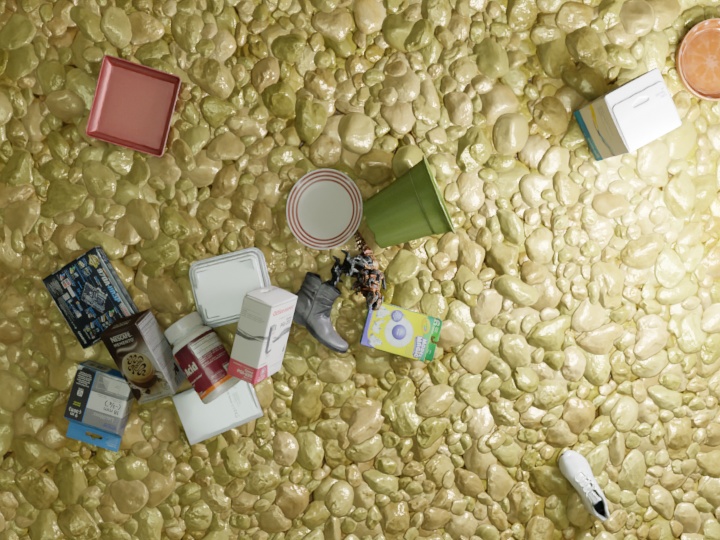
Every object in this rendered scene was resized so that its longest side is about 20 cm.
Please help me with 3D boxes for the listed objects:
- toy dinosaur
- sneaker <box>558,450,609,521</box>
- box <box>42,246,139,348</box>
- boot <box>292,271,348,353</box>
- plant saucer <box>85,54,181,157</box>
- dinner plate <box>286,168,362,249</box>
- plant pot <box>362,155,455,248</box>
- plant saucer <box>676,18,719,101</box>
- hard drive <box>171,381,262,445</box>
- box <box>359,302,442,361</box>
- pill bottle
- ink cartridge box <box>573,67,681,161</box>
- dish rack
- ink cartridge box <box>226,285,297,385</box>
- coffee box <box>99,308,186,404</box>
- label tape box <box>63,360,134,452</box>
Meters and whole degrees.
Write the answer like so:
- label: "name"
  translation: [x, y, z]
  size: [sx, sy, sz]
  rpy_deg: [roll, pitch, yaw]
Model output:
- label: "toy dinosaur"
  translation: [0.000, 0.000, 1.685]
  size: [0.133, 0.203, 0.103]
  rpy_deg: [3, 137, -32]
- label: "sneaker"
  translation: [0.584, 0.552, 1.740]
  size: [0.074, 0.087, 0.202]
  rpy_deg: [-35, 93, 2]
- label: "box"
  translation: [-0.667, 0.067, 1.679]
  size: [0.157, 0.046, 0.203]
  rpy_deg: [-31, 94, -1]
- label: "boot"
  translation: [-0.084, 0.105, 1.694]
  size: [0.199, 0.070, 0.133]
  rpy_deg: [37, 92, -5]
- label: "plant saucer"
  translation: [-0.555, -0.402, 1.663]
  size: [0.195, 0.037, 0.205]
  rpy_deg: [15, 93, -3]
- label: "dinner plate"
  translation: [-0.089, -0.152, 1.687]
  size: [0.195, 0.024, 0.206]
  rpy_deg: [-1, 82, 9]
- label: "plant pot"
  translation: [0.109, -0.147, 1.646]
  size: [0.186, 0.200, 0.204]
  rpy_deg: [-23, 94, 12]
- label: "plant saucer"
  translation: [0.899, -0.534, 1.722]
  size: [0.195, 0.032, 0.206]
  rpy_deg: [0, 93, -2]
- label: "hard drive"
  translation: [-0.362, 0.344, 1.718]
  size: [0.196, 0.027, 0.135]
  rpy_deg: [-21, 94, -2]
- label: "box"
  translation: [0.106, 0.156, 1.718]
  size: [0.195, 0.048, 0.120]
  rpy_deg: [15, 92, -5]
- label: "pill bottle"
  translation: [-0.387, 0.212, 1.651]
  size: [0.113, 0.114, 0.202]
  rpy_deg: [-34, 85, 0]
- label: "ink cartridge box"
  translation: [0.640, -0.370, 1.635]
  size: [0.145, 0.200, 0.147]
  rpy_deg: [-28, 94, 0]
- label: "dish rack"
  translation: [-0.325, 0.045, 1.695]
  size: [0.195, 0.044, 0.176]
  rpy_deg: [-13, 95, -1]
- label: "ink cartridge box"
  translation: [-0.234, 0.152, 1.625]
  size: [0.083, 0.145, 0.205]
  rpy_deg: [17, 103, 17]
- label: "coffee box"
  translation: [-0.525, 0.209, 1.639]
  size: [0.111, 0.080, 0.203]
  rpy_deg: [-18, 109, 18]
- label: "label tape box"
  translation: [-0.653, 0.347, 1.687]
  size: [0.141, 0.063, 0.205]
  rpy_deg: [17, 92, -3]
